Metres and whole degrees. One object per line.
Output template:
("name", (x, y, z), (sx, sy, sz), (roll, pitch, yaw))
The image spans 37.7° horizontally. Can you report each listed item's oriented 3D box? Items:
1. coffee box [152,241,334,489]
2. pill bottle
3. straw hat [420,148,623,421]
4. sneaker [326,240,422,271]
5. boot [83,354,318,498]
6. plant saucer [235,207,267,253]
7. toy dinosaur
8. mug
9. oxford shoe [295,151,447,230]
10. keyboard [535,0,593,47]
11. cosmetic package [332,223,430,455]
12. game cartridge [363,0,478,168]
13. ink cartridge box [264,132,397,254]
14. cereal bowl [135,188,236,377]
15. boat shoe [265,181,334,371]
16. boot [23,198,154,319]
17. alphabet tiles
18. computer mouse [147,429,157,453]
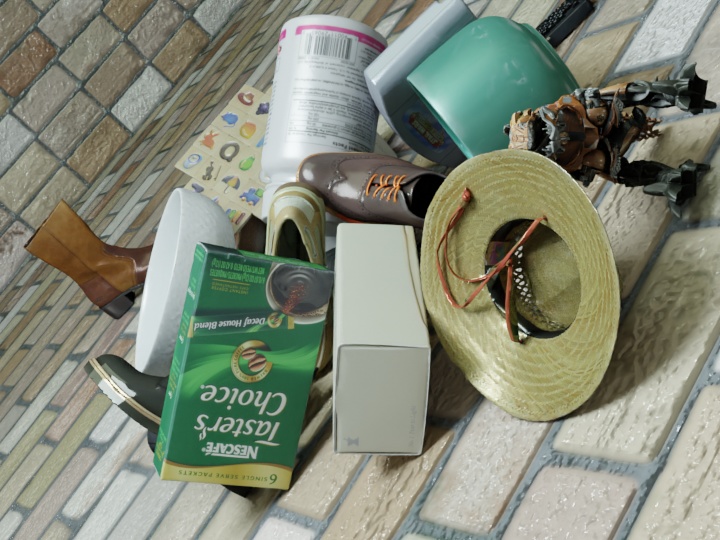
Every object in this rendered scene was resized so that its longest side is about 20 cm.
("coffee box", (-0.100, 0.085, 0.908), (0.044, 0.122, 0.202), (-150, 72, -65))
("pill bottle", (-0.039, -0.142, 1.063), (0.113, 0.112, 0.202), (-4, 75, 60))
("straw hat", (0.137, 0.003, 0.759), (0.084, 0.203, 0.200), (-8, -3, -35))
("sneaker", (0.002, 0.002, 1.055), (0.199, 0.060, 0.104), (-39, 18, 11))
("boot", (-0.150, 0.103, 1.007), (0.139, 0.199, 0.078), (-55, -11, -10))
("plant saucer", (-0.139, 0.007, 1.244), (0.200, 0.036, 0.203), (-170, 90, -80))
("toy dinosaur", (0.187, -0.109, 0.789), (0.135, 0.103, 0.200), (9, 35, 34))
("mug", (0.129, -0.159, 0.974), (0.114, 0.152, 0.185), (-39, 24, 7))
("oxford shoe", (0.031, -0.075, 0.956), (0.073, 0.198, 0.072), (53, -128, -74))
("keyboard", (0.177, -0.247, 1.193), (0.200, 0.040, 0.104), (-44, 21, 9))
("cosmetic package", (0.013, 0.050, 0.873), (0.072, 0.105, 0.201), (1, 30, -3))
("game cartridge", (0.089, -0.180, 1.063), (0.133, 0.200, 0.042), (-46, 57, 8))
("ink cartridge box", (-0.030, -0.076, 1.221), (0.145, 0.085, 0.201), (-38, 25, 20))
("cereal bowl", (-0.176, 0.019, 1.109), (0.200, 0.082, 0.202), (-168, 90, -71))
("boat shoe", (-0.061, 0.023, 0.981), (0.071, 0.202, 0.076), (-3, 31, 6))
("boot", (-0.418, -0.047, 1.732), (0.188, 0.200, 0.069), (-42, 21, 10))
("alphabet tiles", (-0.115, -0.134, 1.200), (0.166, 0.006, 0.201), (30, 73, 30))
("computer mouse", (-0.177, 0.131, 1.119), (0.200, 0.046, 0.142), (-23, 44, 62))
